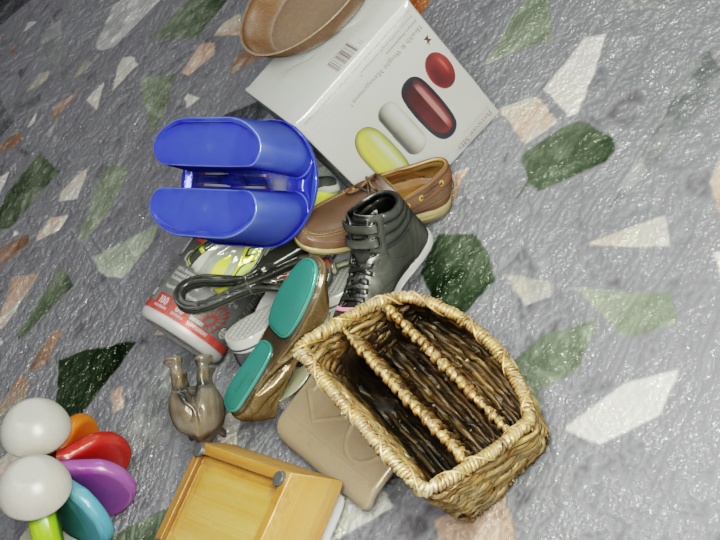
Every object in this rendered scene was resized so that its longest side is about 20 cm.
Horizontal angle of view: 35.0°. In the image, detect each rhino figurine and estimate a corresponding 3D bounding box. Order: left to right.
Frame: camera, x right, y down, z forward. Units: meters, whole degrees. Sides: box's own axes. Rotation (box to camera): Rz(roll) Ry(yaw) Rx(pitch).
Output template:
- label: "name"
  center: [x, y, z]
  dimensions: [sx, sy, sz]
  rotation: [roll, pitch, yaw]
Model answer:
- label: "rhino figurine"
  center: [-0.180, 0.152, 1.271]
  dimensions: [0.060, 0.200, 0.088]
  rotation: [-11, 76, -5]

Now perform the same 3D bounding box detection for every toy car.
- label: "toy car"
  center: [-0.342, 0.255, 1.356]
  dimensions: [0.149, 0.175, 0.200]
  rotation: [-7, 41, -8]

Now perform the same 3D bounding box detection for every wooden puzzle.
- label: "wooden puzzle"
  center: [0.019, 0.131, 1.188]
  dimensions: [0.200, 0.046, 0.185]
  rotation: [-56, 38, -4]

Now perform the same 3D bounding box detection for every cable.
- label: "cable"
  center: [-0.107, 0.014, 1.283]
  dimensions: [0.200, 0.050, 0.097]
  rotation: [-29, 64, -1]

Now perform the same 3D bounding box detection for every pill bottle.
- label: "pill bottle"
  center: [-0.171, 0.003, 1.417]
  dimensions: [0.116, 0.116, 0.200]
  rotation: [18, 71, 49]

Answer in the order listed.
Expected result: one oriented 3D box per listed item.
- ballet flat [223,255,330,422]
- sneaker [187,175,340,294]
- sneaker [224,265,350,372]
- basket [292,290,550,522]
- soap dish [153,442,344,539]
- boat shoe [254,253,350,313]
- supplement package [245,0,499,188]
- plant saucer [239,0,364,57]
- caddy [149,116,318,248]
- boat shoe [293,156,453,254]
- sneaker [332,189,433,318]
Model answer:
- label: "ballet flat"
  center: [-0.072, 0.079, 1.223]
  dimensions: [0.068, 0.072, 0.200]
  rotation: [40, 105, 53]
- label: "sneaker"
  center: [-0.105, -0.042, 1.347]
  dimensions: [0.200, 0.077, 0.075]
  rotation: [-34, 9, -5]
- label: "sneaker"
  center: [-0.050, 0.059, 1.292]
  dimensions: [0.200, 0.080, 0.078]
  rotation: [-28, 23, -5]
- label: "basket"
  center: [0.066, 0.105, 1.031]
  dimensions: [0.143, 0.149, 0.200]
  rotation: [-44, 58, 2]
- label: "soap dish"
  center: [-0.122, 0.261, 1.165]
  dimensions: [0.200, 0.081, 0.158]
  rotation: [6, 66, 49]
- label: "boat shoe"
  center: [-0.060, 0.004, 1.354]
  dimensions: [0.200, 0.072, 0.066]
  rotation: [-59, 7, 6]
- label: "supplement package"
  center: [0.015, -0.202, 1.348]
  dimensions: [0.191, 0.200, 0.147]
  rotation: [-48, 38, 1]
- label: "plant saucer"
  center: [-0.054, -0.317, 1.322]
  dimensions: [0.200, 0.037, 0.201]
  rotation: [-25, 43, 26]
- label: "caddy"
  center: [-0.138, -0.097, 1.250]
  dimensions: [0.200, 0.105, 0.142]
  rotation: [6, 93, 36]
- label: "boat shoe"
  center: [0.015, -0.078, 1.269]
  dimensions: [0.200, 0.068, 0.072]
  rotation: [-20, 52, -22]
- label: "sneaker"
  center: [0.000, 0.000, 1.187]
  dimensions: [0.071, 0.099, 0.200]
  rotation: [6, 53, 40]
